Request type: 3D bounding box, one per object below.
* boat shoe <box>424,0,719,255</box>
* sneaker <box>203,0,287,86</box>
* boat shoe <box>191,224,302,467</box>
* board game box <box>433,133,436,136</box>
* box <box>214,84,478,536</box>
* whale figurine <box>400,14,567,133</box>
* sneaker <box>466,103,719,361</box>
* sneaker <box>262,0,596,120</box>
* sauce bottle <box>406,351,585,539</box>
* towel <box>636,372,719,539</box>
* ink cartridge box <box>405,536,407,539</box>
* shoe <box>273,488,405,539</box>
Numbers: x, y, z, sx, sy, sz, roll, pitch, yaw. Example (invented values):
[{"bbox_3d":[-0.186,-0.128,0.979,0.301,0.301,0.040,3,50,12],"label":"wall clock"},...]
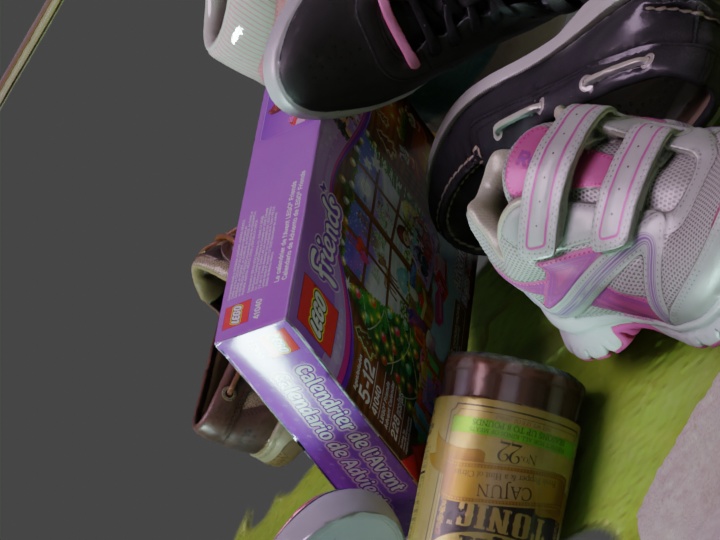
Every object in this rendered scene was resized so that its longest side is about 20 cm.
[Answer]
[{"bbox_3d":[0.089,-0.053,1.153,0.200,0.074,0.061,-38,35,45],"label":"boat shoe"},{"bbox_3d":[-0.023,-0.191,1.495,0.201,0.104,0.075,-67,19,13],"label":"sneaker"},{"bbox_3d":[-0.055,0.003,1.472,0.072,0.072,0.201,-34,44,59],"label":"boat shoe"},{"bbox_3d":[0.019,-0.086,1.415,0.095,0.030,0.201,-1,71,69],"label":"board game box"},{"bbox_3d":[0.000,0.000,1.207,0.039,0.137,0.201,-19,39,25],"label":"box"},{"bbox_3d":[0.042,-0.169,1.303,0.159,0.103,0.201,-4,69,63],"label":"whale figurine"},{"bbox_3d":[0.099,-0.021,1.047,0.082,0.088,0.200,-63,16,-22],"label":"sneaker"},{"bbox_3d":[0.054,-0.125,1.160,0.071,0.199,0.099,65,161,-12],"label":"sneaker"},{"bbox_3d":[0.046,0.136,1.128,0.065,0.064,0.201,165,118,-66],"label":"sauce bottle"},{"bbox_3d":[0.158,0.058,0.940,0.133,0.034,0.201,-102,33,-54],"label":"towel"},{"bbox_3d":[-0.002,0.182,1.252,0.201,0.039,0.099,-71,21,10],"label":"ink cartridge box"},{"bbox_3d":[-0.043,0.156,1.202,0.091,0.071,0.201,61,139,49],"label":"shoe"}]
